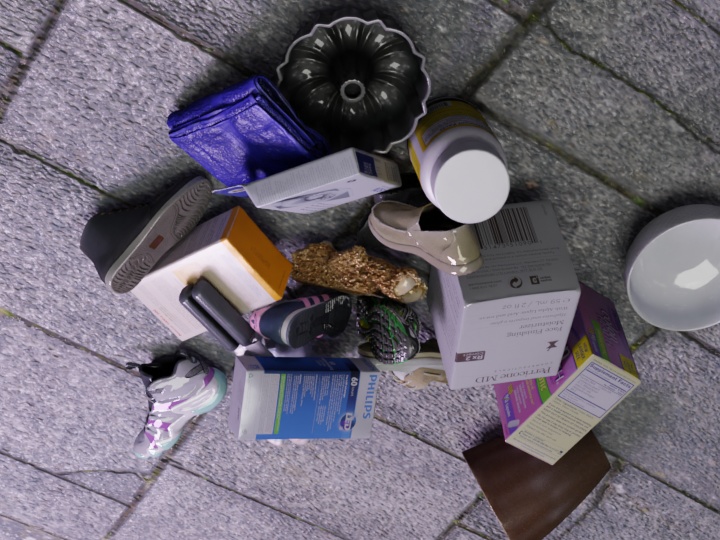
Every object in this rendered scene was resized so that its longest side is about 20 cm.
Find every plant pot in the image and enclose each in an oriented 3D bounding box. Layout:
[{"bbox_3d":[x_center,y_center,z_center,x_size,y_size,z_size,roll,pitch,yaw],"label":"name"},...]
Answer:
[{"bbox_3d":[0.292,0.324,1.940,0.199,0.187,0.188,-31,124,1],"label":"plant pot"}]

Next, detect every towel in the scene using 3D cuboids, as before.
[{"bbox_3d":[-0.149,-0.168,1.555,0.199,0.050,0.148,-12,132,46],"label":"towel"}]

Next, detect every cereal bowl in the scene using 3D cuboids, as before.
[{"bbox_3d":[0.472,-0.015,1.738,0.197,0.084,0.202,-2,127,-3],"label":"cereal bowl"}]

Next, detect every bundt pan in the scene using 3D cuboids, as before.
[{"bbox_3d":[-0.010,-0.246,1.543,0.199,0.076,0.204,-1,126,-1],"label":"bundt pan"}]

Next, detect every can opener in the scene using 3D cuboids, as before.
[{"bbox_3d":[-0.177,0.101,1.674,0.053,0.067,0.200,-21,125,34],"label":"can opener"}]

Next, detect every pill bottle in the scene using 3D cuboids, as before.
[{"bbox_3d":[0.125,-0.140,1.542,0.113,0.200,0.116,-2,114,-5],"label":"pill bottle"}]

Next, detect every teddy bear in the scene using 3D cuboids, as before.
[{"bbox_3d":[0.000,0.000,1.706,0.198,0.068,0.145,8,172,34],"label":"teddy bear"}]

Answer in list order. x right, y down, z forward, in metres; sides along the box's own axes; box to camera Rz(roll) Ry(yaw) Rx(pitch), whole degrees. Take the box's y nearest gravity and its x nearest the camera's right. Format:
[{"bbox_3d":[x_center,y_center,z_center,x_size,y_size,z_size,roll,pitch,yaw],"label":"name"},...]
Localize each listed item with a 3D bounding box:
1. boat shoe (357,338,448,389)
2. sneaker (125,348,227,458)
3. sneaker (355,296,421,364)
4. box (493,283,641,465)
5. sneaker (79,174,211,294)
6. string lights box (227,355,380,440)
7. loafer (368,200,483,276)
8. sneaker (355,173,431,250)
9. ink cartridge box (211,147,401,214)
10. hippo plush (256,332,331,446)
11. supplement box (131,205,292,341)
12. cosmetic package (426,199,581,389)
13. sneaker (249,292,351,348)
[{"bbox_3d":[0.081,0.142,1.798,0.198,0.075,0.069,3,104,-33],"label":"boat shoe"},{"bbox_3d":[-0.316,0.192,1.861,0.200,0.078,0.140,-43,117,15],"label":"sneaker"},{"bbox_3d":[0.052,0.076,1.725,0.084,0.200,0.079,-3,106,-12],"label":"sneaker"},{"bbox_3d":[0.297,0.149,1.792,0.096,0.177,0.200,28,121,-23],"label":"box"},{"bbox_3d":[-0.301,-0.074,1.662,0.200,0.106,0.075,-46,150,-3],"label":"sneaker"},{"bbox_3d":[-0.077,0.177,1.682,0.198,0.059,0.104,3,105,-23],"label":"string lights box"},{"bbox_3d":[0.085,-0.058,1.575,0.075,0.199,0.069,-23,124,-35],"label":"loafer"},{"bbox_3d":[0.087,-0.081,1.686,0.197,0.060,0.105,-5,126,7],"label":"sneaker"},{"bbox_3d":[-0.065,-0.106,1.576,0.198,0.199,0.041,-15,85,18],"label":"ink cartridge box"},{"bbox_3d":[-0.105,0.152,1.782,0.199,0.160,0.161,-21,117,33],"label":"hippo plush"},{"bbox_3d":[-0.211,0.007,1.693,0.199,0.074,0.126,-22,124,31],"label":"supplement box"},{"bbox_3d":[0.192,0.035,1.674,0.163,0.166,0.201,-7,141,-7],"label":"cosmetic package"},{"bbox_3d":[-0.082,0.062,1.730,0.081,0.199,0.071,14,99,25],"label":"sneaker"}]
